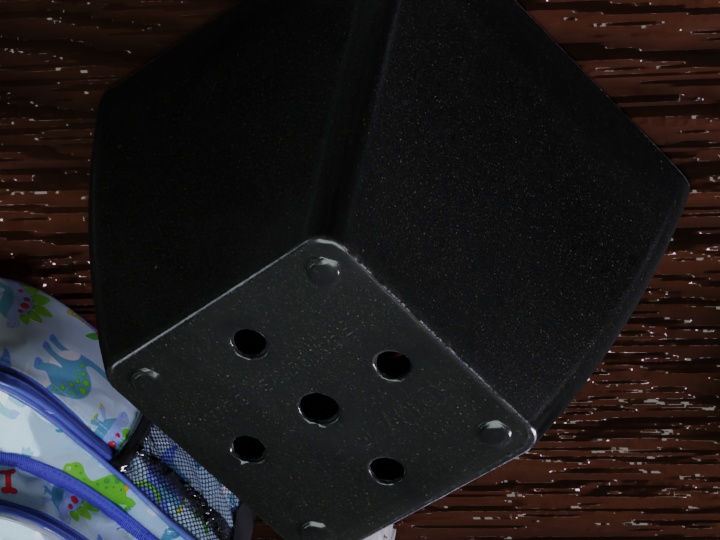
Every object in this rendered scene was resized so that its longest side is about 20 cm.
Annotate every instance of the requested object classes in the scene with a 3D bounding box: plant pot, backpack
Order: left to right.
[{"bbox_3d":[-0.169,0.113,1.424,0.183,0.147,0.200,-31,115,30],"label":"backpack"},{"bbox_3d":[0.000,0.000,1.265,0.200,0.178,0.199,-31,118,32],"label":"plant pot"}]

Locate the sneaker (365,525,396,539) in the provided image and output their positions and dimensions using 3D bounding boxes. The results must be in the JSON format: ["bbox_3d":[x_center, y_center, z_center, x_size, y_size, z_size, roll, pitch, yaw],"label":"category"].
[{"bbox_3d":[-0.036,0.187,1.508,0.080,0.076,0.201,24,131,5],"label":"sneaker"}]
